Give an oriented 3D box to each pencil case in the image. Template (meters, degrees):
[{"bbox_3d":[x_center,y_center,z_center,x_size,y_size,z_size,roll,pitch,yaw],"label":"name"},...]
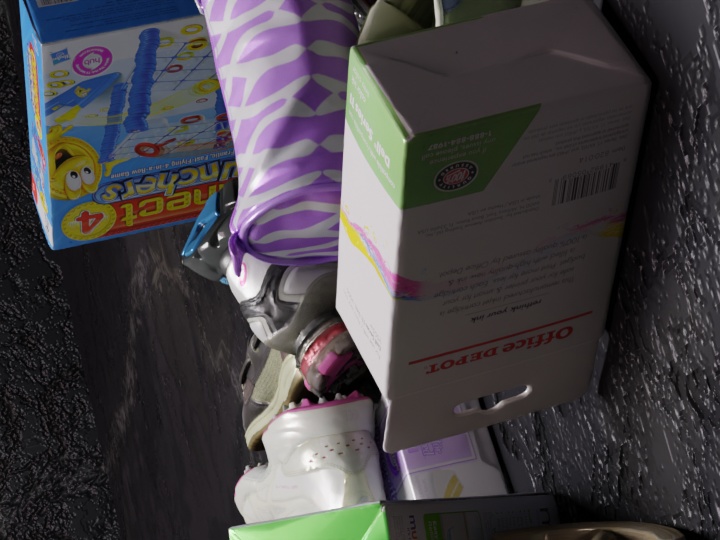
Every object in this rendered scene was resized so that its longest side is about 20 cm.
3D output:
[{"bbox_3d":[-0.039,-0.099,0.980,0.084,0.085,0.200,90,168,-60],"label":"pencil case"}]

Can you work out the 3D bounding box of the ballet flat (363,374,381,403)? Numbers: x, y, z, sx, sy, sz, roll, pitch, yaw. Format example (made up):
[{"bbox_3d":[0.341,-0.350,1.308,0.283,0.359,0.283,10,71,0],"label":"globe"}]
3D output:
[{"bbox_3d":[0.011,0.025,1.226,0.200,0.057,0.067,101,154,-54],"label":"ballet flat"}]

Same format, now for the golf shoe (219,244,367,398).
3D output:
[{"bbox_3d":[0.000,0.000,1.054,0.092,0.073,0.200,44,-160,11],"label":"golf shoe"}]

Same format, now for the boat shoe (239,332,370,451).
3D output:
[{"bbox_3d":[-0.037,0.057,1.226,0.201,0.072,0.066,118,133,-69],"label":"boat shoe"}]

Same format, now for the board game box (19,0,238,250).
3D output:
[{"bbox_3d":[-0.116,-0.114,1.325,0.196,0.199,0.056,96,156,-51],"label":"board game box"}]

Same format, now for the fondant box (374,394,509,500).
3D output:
[{"bbox_3d":[0.042,0.168,1.216,0.200,0.058,0.145,110,147,-61],"label":"fondant box"}]

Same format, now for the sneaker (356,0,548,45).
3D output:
[{"bbox_3d":[0.038,-0.104,0.961,0.200,0.090,0.067,97,156,-51],"label":"sneaker"}]

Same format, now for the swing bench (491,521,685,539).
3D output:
[{"bbox_3d":[0.091,0.226,0.877,0.129,0.200,0.199,-10,93,32],"label":"swing bench"}]

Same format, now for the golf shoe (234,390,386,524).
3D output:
[{"bbox_3d":[-0.028,0.146,1.216,0.200,0.075,0.092,108,147,-64],"label":"golf shoe"}]

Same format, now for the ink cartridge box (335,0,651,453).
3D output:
[{"bbox_3d":[0.053,-0.016,0.912,0.200,0.117,0.067,94,154,-45],"label":"ink cartridge box"}]

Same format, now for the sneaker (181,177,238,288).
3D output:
[{"bbox_3d":[-0.022,-0.037,1.168,0.200,0.082,0.073,-31,32,53],"label":"sneaker"}]

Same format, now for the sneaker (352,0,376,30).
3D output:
[{"bbox_3d":[0.008,-0.212,1.067,0.082,0.078,0.201,-11,85,49],"label":"sneaker"}]

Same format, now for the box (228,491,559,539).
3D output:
[{"bbox_3d":[0.034,0.214,1.000,0.176,0.097,0.201,6,-106,-58],"label":"box"}]
